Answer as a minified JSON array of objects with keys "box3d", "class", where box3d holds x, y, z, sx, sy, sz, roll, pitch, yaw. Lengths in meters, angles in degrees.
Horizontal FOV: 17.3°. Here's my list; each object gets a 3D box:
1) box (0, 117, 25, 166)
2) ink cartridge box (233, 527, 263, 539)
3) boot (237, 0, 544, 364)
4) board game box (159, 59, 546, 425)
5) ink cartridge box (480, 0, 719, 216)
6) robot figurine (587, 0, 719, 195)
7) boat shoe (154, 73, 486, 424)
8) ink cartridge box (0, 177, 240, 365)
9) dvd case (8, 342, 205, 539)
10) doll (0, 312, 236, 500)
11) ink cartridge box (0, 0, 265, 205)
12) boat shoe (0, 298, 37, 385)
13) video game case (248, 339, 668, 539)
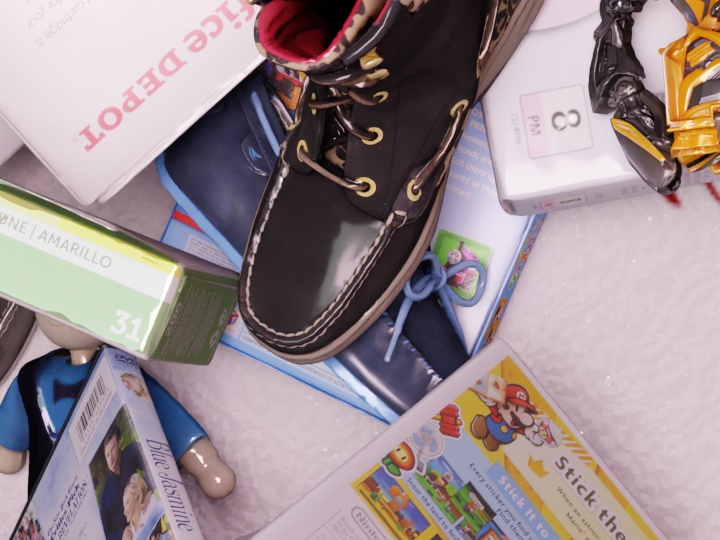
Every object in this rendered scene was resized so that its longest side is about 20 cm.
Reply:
[{"box3d":[-0.150,-0.132,1.028,0.200,0.042,0.119,-40,106,7],"class":"box"},{"box3d":[0.005,0.218,0.973,0.199,0.145,0.148,22,97,13],"class":"ink cartridge box"},{"box3d":[-0.004,-0.067,0.871,0.073,0.151,0.201,32,90,19],"class":"boot"},{"box3d":[0.008,-0.047,1.022,0.151,0.037,0.201,25,98,12],"class":"board game box"},{"box3d":[0.140,-0.120,0.954,0.199,0.057,0.164,-11,81,9],"class":"ink cartridge box"},{"box3d":[0.150,-0.124,0.894,0.144,0.058,0.201,-7,74,20],"class":"robot figurine"},{"box3d":[0.000,0.000,0.965,0.200,0.084,0.069,45,98,6],"class":"boat shoe"},{"box3d":[-0.137,-0.013,0.917,0.145,0.200,0.048,22,91,11],"class":"ink cartridge box"},{"box3d":[-0.103,0.140,0.935,0.017,0.200,0.143,15,115,-27],"class":"dvd case"},{"box3d":[-0.113,0.096,1.042,0.136,0.048,0.201,-3,93,35],"class":"doll"},{"box3d":[-0.121,-0.149,0.957,0.147,0.086,0.200,-40,101,6],"class":"ink cartridge box"},{"box3d":[-0.214,0.051,1.071,0.067,0.057,0.200,45,101,10],"class":"boat shoe"},{"box3d":[0.060,0.145,0.863,0.200,0.182,0.023,50,137,4],"class":"video game case"}]
